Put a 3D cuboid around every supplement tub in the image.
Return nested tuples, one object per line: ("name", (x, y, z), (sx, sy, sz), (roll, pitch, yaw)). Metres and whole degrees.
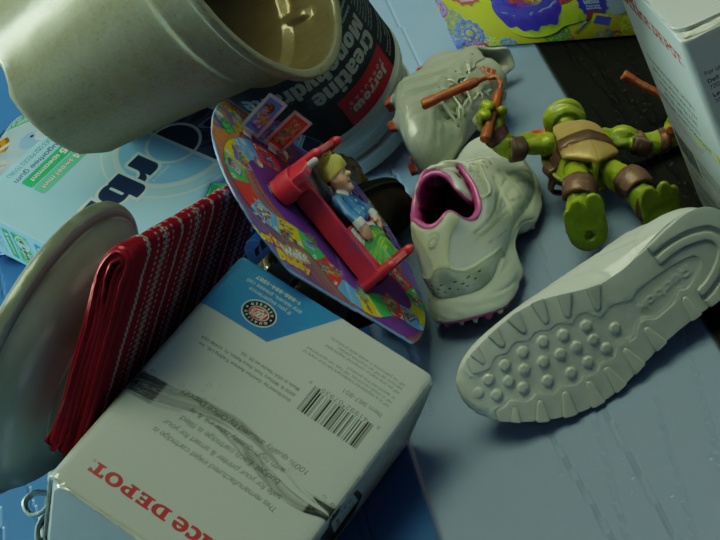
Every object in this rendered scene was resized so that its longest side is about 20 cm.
("supplement tub", (-0.053, -0.171, 1.551), (0.140, 0.200, 0.141), (-16, 51, 22))

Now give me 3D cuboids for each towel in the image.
("towel", (-0.122, 0.022, 1.242), (0.022, 0.145, 0.200), (25, 23, 13))

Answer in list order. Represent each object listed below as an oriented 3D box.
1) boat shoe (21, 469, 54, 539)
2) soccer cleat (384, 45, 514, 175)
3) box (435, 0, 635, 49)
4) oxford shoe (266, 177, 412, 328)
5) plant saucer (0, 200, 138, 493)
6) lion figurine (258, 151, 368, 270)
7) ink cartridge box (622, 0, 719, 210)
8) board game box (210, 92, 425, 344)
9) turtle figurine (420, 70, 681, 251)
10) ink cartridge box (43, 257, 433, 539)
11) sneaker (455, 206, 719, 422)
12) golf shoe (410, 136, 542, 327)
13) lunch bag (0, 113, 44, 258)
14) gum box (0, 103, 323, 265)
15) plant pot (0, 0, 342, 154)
("boat shoe", (-0.174, 0.160, 1.298), (0.073, 0.068, 0.200), (-19, 31, 13))
("soccer cleat", (0.070, -0.130, 1.526), (0.077, 0.070, 0.200), (-20, 17, 18))
("box", (0.178, -0.289, 1.656), (0.199, 0.122, 0.193), (1, 40, 38))
("oxford shoe", (0.000, 0.000, 1.422), (0.084, 0.073, 0.200), (27, 37, 10))
("plant saucer", (-0.176, 0.057, 1.255), (0.050, 0.201, 0.200), (25, 50, 12))
("lion figurine", (-0.097, -0.050, 1.492), (0.199, 0.073, 0.123), (15, 62, -4))
("ink cartridge box", (0.239, -0.106, 1.249), (0.084, 0.200, 0.145), (-26, 30, 2))
("board game box", (-0.012, -0.041, 1.311), (0.039, 0.200, 0.158), (-39, 45, 21))
("turtle figurine", (0.147, -0.075, 1.397), (0.199, 0.065, 0.162), (2, 33, -15))
("ink cartridge box", (-0.072, 0.113, 1.212), (0.145, 0.084, 0.200), (32, 55, 10))
("sneaker", (0.146, 0.028, 1.263), (0.199, 0.077, 0.080), (-30, 13, -7))
("golf shoe", (0.077, -0.050, 1.402), (0.075, 0.092, 0.200), (-17, 30, 19))
("lunch bag", (-0.246, -0.074, 1.710), (0.199, 0.076, 0.161), (-4, 39, 32))
("gum box", (-0.147, -0.053, 1.430), (0.199, 0.045, 0.170), (23, 57, 34))
("plant pot", (-0.145, -0.177, 1.376), (0.183, 0.201, 0.201), (-28, 26, 29))
